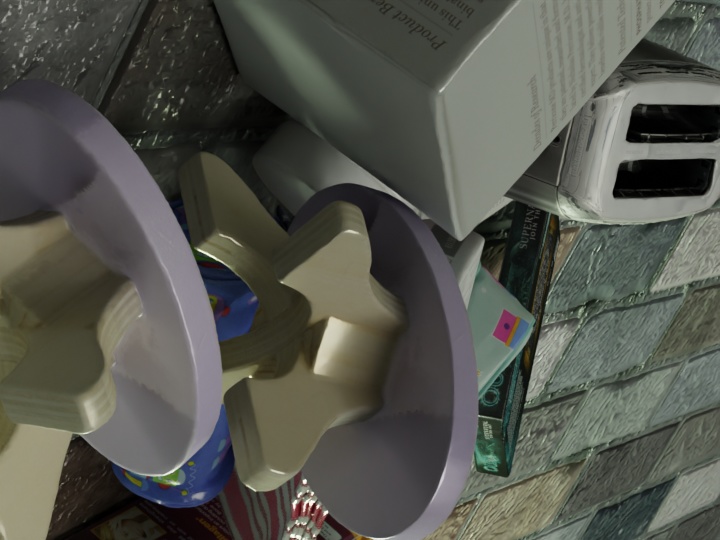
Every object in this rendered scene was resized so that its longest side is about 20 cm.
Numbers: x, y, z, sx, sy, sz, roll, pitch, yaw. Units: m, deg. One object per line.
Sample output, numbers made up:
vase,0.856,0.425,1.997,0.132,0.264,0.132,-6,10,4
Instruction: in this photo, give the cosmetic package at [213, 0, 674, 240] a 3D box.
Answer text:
cosmetic package,0.046,-0.164,1.179,0.200,0.167,0.167,-48,158,-14

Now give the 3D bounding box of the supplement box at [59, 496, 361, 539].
supplement box,-0.106,0.202,1.486,0.200,0.110,0.086,-26,145,-50

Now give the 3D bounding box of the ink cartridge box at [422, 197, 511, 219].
ink cartridge box,0.095,-0.108,1.550,0.200,0.050,0.161,-33,152,-25

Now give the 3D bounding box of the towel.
towel,-0.060,0.102,1.375,0.030,0.147,0.200,-4,146,-22

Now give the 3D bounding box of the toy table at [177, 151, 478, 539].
toy table,-0.028,0.035,1.160,0.117,0.201,0.184,16,126,-42

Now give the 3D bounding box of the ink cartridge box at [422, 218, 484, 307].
ink cartridge box,0.019,0.087,1.324,0.163,0.057,0.201,-55,163,-69

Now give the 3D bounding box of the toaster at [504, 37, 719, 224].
toaster,0.149,-0.093,1.439,0.199,0.129,0.114,-2,112,-45

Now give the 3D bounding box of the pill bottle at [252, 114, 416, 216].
pill bottle,0.036,-0.108,1.317,0.200,0.113,0.113,-50,158,-10

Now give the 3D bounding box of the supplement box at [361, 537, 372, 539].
supplement box,-0.017,0.239,1.778,0.126,0.073,0.200,-51,159,-6

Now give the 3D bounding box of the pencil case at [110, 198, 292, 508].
pencil case,-0.095,0.043,1.318,0.087,0.078,0.201,-78,-177,-50

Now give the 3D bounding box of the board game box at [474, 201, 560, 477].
board game box,0.115,0.037,1.688,0.135,0.028,0.201,76,26,-66

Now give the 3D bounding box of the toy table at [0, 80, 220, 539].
toy table,-0.151,0.029,1.039,0.117,0.183,0.201,-40,112,-42

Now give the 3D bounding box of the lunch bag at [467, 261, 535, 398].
lunch bag,0.024,0.070,1.514,0.160,0.077,0.200,-45,-175,-15

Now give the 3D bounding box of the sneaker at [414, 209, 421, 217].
sneaker,0.000,0.000,1.422,0.079,0.074,0.201,22,87,-78
